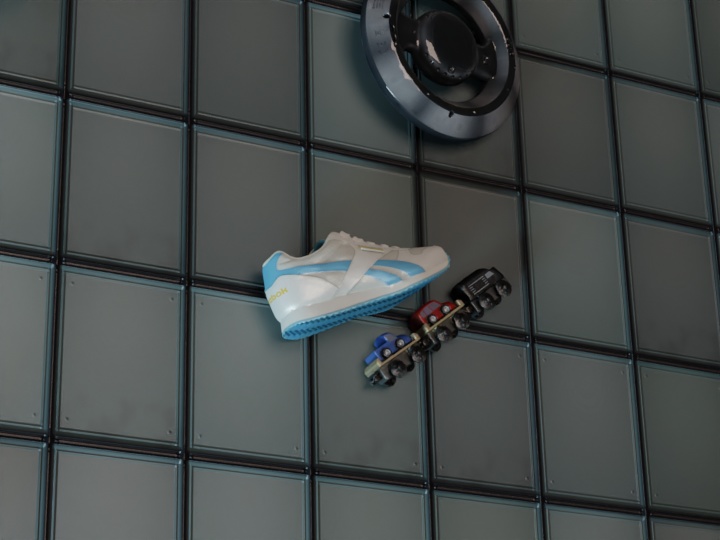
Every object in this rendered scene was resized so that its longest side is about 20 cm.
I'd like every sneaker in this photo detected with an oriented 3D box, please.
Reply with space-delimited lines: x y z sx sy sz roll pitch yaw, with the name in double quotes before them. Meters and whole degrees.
"sneaker" 0.000 0.000 1.750 0.200 0.077 0.081 -15 75 -35

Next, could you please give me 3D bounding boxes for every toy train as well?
"toy train" 0.073 0.051 1.793 0.200 0.034 0.046 -35 85 -36

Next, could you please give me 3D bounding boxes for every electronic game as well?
"electronic game" 0.084 -0.229 1.906 0.200 0.042 0.201 14 65 -33
